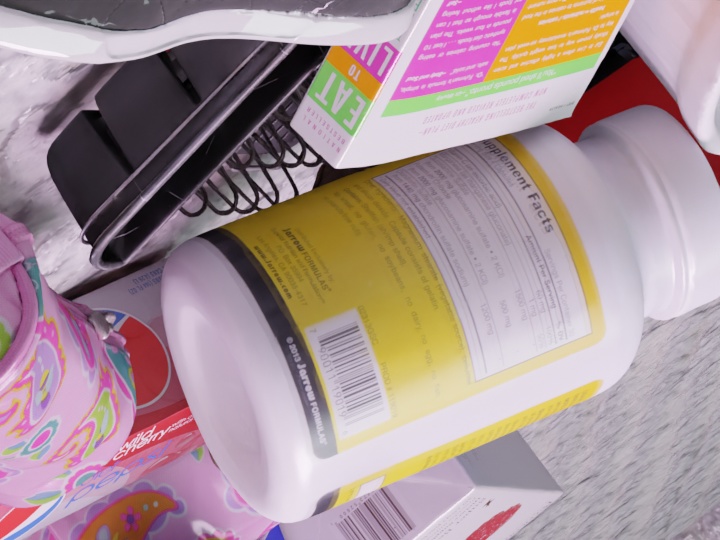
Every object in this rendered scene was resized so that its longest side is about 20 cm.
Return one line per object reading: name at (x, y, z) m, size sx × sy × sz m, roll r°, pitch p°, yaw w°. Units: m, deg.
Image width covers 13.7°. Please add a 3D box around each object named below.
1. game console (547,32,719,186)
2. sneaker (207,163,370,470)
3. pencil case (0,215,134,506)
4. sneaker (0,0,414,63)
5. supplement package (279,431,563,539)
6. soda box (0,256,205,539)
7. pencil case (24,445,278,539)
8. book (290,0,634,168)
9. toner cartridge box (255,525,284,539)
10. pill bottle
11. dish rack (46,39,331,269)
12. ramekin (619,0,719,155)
game console at (0.084, -0.017, 1.425) m, size 0.200 × 0.119 × 0.172 m, roll -34°, pitch 165°, yaw -13°
sneaker at (0.000, 0.000, 1.239) m, size 0.070 × 0.076 × 0.200 m, roll 23°, pitch 117°, yaw -27°
pencil case at (-0.135, 0.030, 1.077) m, size 0.087 × 0.087 × 0.200 m, roll -37°, pitch 166°, yaw -2°
sneaker at (-0.055, -0.120, 0.902) m, size 0.200 × 0.071 × 0.099 m, roll -6°, pitch 125°, yaw -39°
supplement package at (0.011, 0.110, 1.635) m, size 0.121 × 0.120 × 0.200 m, roll -41°, pitch 166°, yaw 10°
soda box at (-0.137, 0.064, 1.238) m, size 0.200 × 0.070 × 0.063 m, roll -26°, pitch 162°, yaw -42°
pencil case at (-0.082, 0.098, 1.456) m, size 0.200 × 0.087 × 0.087 m, roll -30°, pitch 164°, yaw -30°
book at (0.064, -0.128, 1.017) m, size 0.134 × 0.048 × 0.200 m, roll -22°, pitch 149°, yaw -50°
toner cartridge box at (-0.089, 0.175, 1.445) m, size 0.095 × 0.043 × 0.200 m, roll -19°, pitch -173°, yaw 8°
pill bottle at (0.035, 0.009, 1.126) m, size 0.200 × 0.112 × 0.112 m, roll -22°, pitch 161°, yaw -18°
dish rack at (-0.021, -0.074, 1.127) m, size 0.153 × 0.055 × 0.200 m, roll -43°, pitch 165°, yaw 22°
ramekin at (0.172, -0.147, 1.138) m, size 0.200 × 0.098 × 0.201 m, roll -37°, pitch 161°, yaw -14°
